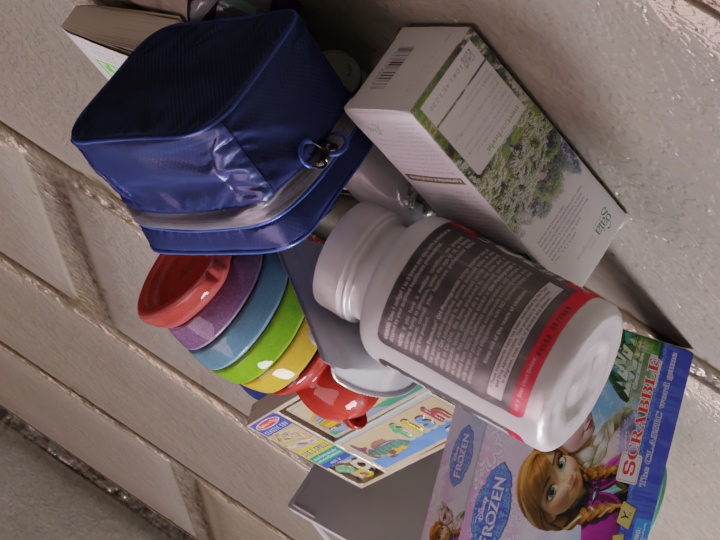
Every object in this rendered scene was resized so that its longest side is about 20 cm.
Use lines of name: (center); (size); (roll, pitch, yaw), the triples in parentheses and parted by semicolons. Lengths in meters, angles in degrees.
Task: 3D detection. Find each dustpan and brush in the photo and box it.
dustpan and brush: (0.026, 0.049, 1.486); (0.199, 0.057, 0.140); (8, -140, -32)

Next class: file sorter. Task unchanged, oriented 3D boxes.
file sorter: (0.056, 0.192, 1.910); (0.138, 0.201, 0.125); (25, 163, 29)

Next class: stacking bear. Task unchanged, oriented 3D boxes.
stacking bear: (-0.063, 0.046, 1.559); (0.200, 0.122, 0.114); (36, 127, -22)

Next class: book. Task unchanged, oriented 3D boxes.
book: (-0.154, -0.145, 1.713); (0.133, 0.048, 0.200); (19, 159, 44)

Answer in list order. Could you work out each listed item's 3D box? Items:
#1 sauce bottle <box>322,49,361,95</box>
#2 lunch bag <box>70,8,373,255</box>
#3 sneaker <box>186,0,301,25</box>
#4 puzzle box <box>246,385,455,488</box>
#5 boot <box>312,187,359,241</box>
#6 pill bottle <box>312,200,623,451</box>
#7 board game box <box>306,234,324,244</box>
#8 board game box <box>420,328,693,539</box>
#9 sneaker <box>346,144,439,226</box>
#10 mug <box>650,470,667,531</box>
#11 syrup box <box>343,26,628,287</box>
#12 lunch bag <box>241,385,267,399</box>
sauce bottle: (-0.024, -0.107, 1.532); (0.064, 0.065, 0.200); (32, 161, 11)
lunch bag: (-0.086, -0.089, 1.408); (0.199, 0.136, 0.133); (2, 137, 46)
sneaker: (-0.072, -0.147, 1.511); (0.087, 0.075, 0.200); (24, 158, 19)
puzzle box: (0.007, 0.123, 1.737); (0.133, 0.026, 0.200); (31, 143, -22)
boot: (0.012, -0.006, 1.550); (0.199, 0.098, 0.075); (15, 159, -13)
pill bottle: (0.069, 0.031, 1.371); (0.199, 0.111, 0.111); (28, 160, 22)
board game box: (0.000, 0.000, 1.664); (0.200, 0.019, 0.103); (50, -168, 24)
board game box: (0.148, 0.133, 1.488); (0.199, 0.201, 0.041); (17, 176, -39)
sneaker: (0.070, -0.048, 1.479); (0.200, 0.071, 0.080); (33, 176, -20)
mug: (0.194, 0.170, 1.713); (0.114, 0.186, 0.152); (22, 143, -6)
syrup box: (0.089, -0.072, 1.386); (0.200, 0.079, 0.081); (47, 159, -30)
lunch bag: (-0.047, 0.052, 1.820); (0.132, 0.136, 0.200); (19, 158, 42)
